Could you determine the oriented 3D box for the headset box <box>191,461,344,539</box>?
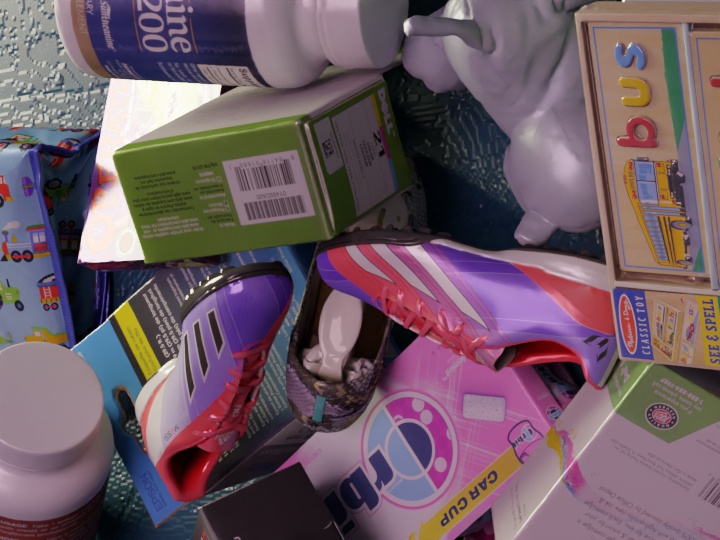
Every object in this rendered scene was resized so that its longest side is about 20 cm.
[{"bbox_3d":[-0.044,0.221,1.503,0.149,0.075,0.200,61,161,17],"label":"headset box"}]

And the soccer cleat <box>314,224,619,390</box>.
[{"bbox_3d":[0.060,0.020,1.394,0.199,0.068,0.074,8,77,23],"label":"soccer cleat"}]

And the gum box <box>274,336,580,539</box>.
[{"bbox_3d":[0.053,0.113,1.504,0.200,0.066,0.114,-45,66,27],"label":"gum box"}]

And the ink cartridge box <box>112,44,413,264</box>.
[{"bbox_3d":[-0.034,-0.079,1.498,0.147,0.200,0.076,-7,106,35],"label":"ink cartridge box"}]

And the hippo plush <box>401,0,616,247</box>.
[{"bbox_3d":[0.126,-0.110,1.407,0.159,0.200,0.161,-32,92,-1],"label":"hippo plush"}]

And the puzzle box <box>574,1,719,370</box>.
[{"bbox_3d":[0.184,-0.043,1.261,0.133,0.025,0.201,5,113,38],"label":"puzzle box"}]

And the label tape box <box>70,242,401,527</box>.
[{"bbox_3d":[-0.084,0.057,1.599,0.200,0.063,0.145,-39,69,29],"label":"label tape box"}]

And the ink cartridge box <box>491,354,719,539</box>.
[{"bbox_3d":[0.155,0.137,1.400,0.117,0.067,0.200,30,113,-15],"label":"ink cartridge box"}]

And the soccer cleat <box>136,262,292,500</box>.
[{"bbox_3d":[-0.084,0.067,1.477,0.200,0.068,0.073,-56,44,49],"label":"soccer cleat"}]

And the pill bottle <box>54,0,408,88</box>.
[{"bbox_3d":[-0.077,-0.169,1.469,0.199,0.111,0.112,5,94,22],"label":"pill bottle"}]

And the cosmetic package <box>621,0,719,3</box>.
[{"bbox_3d":[0.260,-0.192,1.295,0.166,0.167,0.201,17,99,32],"label":"cosmetic package"}]

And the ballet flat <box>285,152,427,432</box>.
[{"bbox_3d":[0.000,0.000,1.494,0.072,0.072,0.201,-3,61,34],"label":"ballet flat"}]

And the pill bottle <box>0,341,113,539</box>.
[{"bbox_3d":[-0.225,0.136,1.619,0.112,0.112,0.200,53,150,22],"label":"pill bottle"}]

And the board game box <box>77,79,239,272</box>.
[{"bbox_3d":[-0.126,-0.100,1.606,0.120,0.032,0.201,-5,72,48],"label":"board game box"}]

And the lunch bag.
[{"bbox_3d":[-0.253,0.002,1.710,0.150,0.094,0.201,4,102,32],"label":"lunch bag"}]
